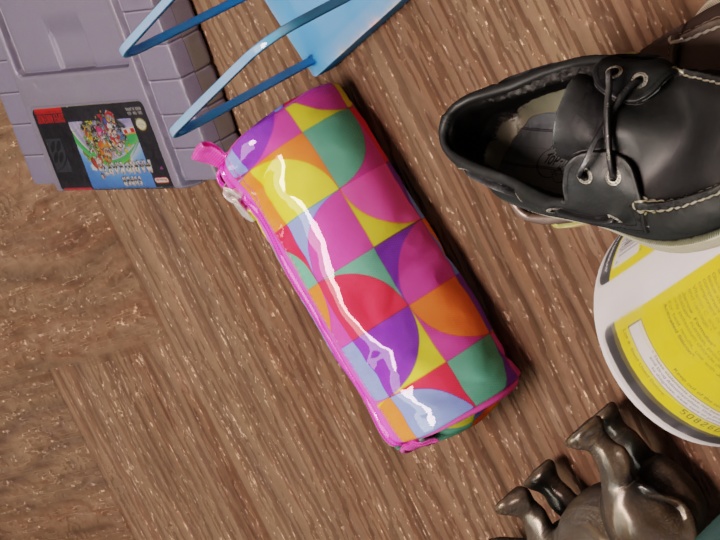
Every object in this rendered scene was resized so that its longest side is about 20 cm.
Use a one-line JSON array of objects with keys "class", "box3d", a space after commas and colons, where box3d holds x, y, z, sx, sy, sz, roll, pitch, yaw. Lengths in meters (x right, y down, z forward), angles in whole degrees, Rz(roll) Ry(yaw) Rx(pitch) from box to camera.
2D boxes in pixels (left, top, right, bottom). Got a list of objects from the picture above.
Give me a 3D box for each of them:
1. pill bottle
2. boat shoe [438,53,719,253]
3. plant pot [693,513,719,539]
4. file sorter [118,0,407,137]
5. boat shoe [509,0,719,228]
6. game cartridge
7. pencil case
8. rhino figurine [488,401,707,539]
[{"class": "pill bottle", "box3d": [0.189, -0.008, 1.002, 0.112, 0.112, 0.200, 56, 146, 4]}, {"class": "boat shoe", "box3d": [0.099, -0.055, 0.992, 0.199, 0.066, 0.075, 16, 87, 60]}, {"class": "plant pot", "box3d": [0.197, 0.208, 1.112, 0.200, 0.161, 0.201, 32, 137, 35]}, {"class": "file sorter", "box3d": [-0.079, -0.188, 1.197, 0.200, 0.123, 0.139, 58, 145, 2]}, {"class": "boat shoe", "box3d": [0.136, -0.068, 1.070, 0.072, 0.059, 0.200, 60, 146, 0]}, {"class": "game cartridge", "box3d": [-0.153, -0.109, 1.430, 0.200, 0.038, 0.130, 1, 112, 51]}, {"class": "pencil case", "box3d": [0.000, 0.000, 1.274, 0.200, 0.088, 0.088, 55, 146, 4]}, {"class": "rhino figurine", "box3d": [0.113, 0.141, 1.258, 0.087, 0.060, 0.200, 48, 147, 7]}]
